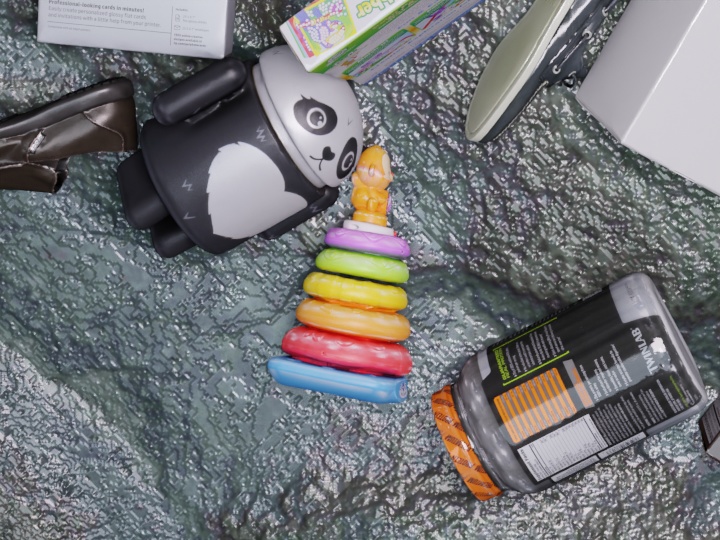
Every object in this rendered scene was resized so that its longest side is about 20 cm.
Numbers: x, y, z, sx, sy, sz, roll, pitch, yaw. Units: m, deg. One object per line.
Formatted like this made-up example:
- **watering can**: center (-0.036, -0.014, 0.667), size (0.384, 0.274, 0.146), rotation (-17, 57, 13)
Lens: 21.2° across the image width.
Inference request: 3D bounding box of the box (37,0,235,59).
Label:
- **box**: center (-0.172, -0.275, 1.518), size (0.154, 0.041, 0.202), rotation (6, 102, 4)

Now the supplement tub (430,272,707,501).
- **supplement tub**: center (0.163, 0.097, 1.524), size (0.199, 0.123, 0.123), rotation (-27, 99, 11)

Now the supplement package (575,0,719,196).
- **supplement package**: center (0.272, -0.174, 1.440), size (0.120, 0.120, 0.201), rotation (25, 104, -21)

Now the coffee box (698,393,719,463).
- **coffee box**: center (0.371, 0.086, 1.521), size (0.112, 0.080, 0.201), rotation (33, 103, -3)

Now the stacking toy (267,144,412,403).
- **stacking toy**: center (0.000, 0.000, 1.542), size (0.108, 0.116, 0.202), rotation (10, 90, 9)

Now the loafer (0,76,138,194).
- **loafer**: center (-0.267, -0.091, 1.550), size (0.198, 0.073, 0.072), rotation (-20, 98, 10)

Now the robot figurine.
- **robot figurine**: center (-0.092, -0.090, 1.506), size (0.199, 0.150, 0.126), rotation (-29, 85, 11)

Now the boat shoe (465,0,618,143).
- **boat shoe**: center (0.155, -0.176, 1.493), size (0.066, 0.075, 0.201), rotation (26, 101, -22)

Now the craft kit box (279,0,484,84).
- **craft kit box**: center (0.051, -0.214, 1.427), size (0.199, 0.197, 0.049), rotation (-35, 88, 11)
